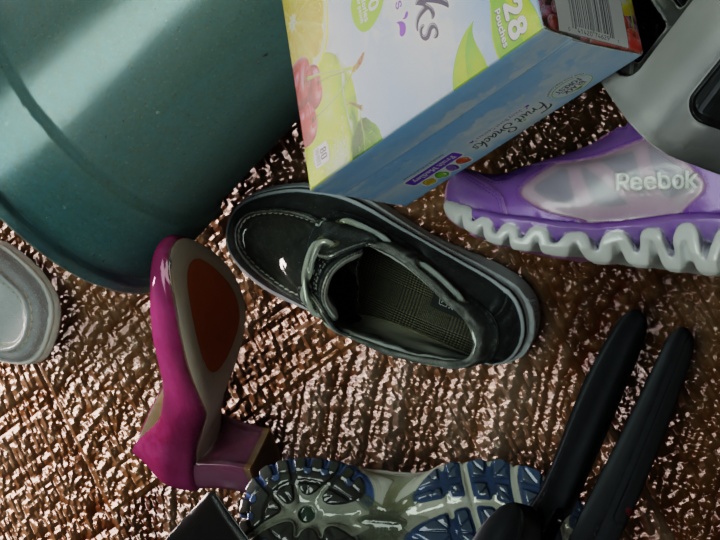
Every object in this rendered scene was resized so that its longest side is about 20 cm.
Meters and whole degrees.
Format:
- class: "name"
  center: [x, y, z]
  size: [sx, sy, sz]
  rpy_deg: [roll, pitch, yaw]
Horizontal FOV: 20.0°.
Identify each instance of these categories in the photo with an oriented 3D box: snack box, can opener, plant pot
- class: "snack box"
  center: [0.034, -0.156, 0.939]
  size: [0.168, 0.067, 0.202]
  rpy_deg: [-30, 61, 45]
- class: "can opener"
  center: [0.111, 0.112, 1.014]
  size: [0.063, 0.079, 0.201]
  rpy_deg: [30, 77, 17]
- class: "plant pot"
  center: [-0.103, -0.125, 1.088]
  size: [0.196, 0.200, 0.201]
  rpy_deg: [-39, 75, 22]

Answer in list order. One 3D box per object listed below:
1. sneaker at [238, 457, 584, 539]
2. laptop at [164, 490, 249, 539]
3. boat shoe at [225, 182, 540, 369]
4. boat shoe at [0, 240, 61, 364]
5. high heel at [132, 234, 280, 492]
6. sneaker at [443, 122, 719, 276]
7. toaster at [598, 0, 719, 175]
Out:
- class: "sneaker"
  center: [0.039, 0.140, 1.095]
  size: [0.198, 0.085, 0.078]
  rpy_deg: [10, 76, 11]
- class: "laptop"
  center: [-0.053, 0.244, 1.133]
  size: [0.116, 0.200, 0.188]
  rpy_deg: [-37, 73, -2]
- class: "boat shoe"
  center: [0.000, 0.000, 1.098]
  size: [0.199, 0.071, 0.073]
  rpy_deg: [17, 105, 31]
- class: "boat shoe"
  center: [-0.272, 0.005, 1.277]
  size: [0.201, 0.065, 0.075]
  rpy_deg: [28, 110, 27]
- class: "high heel"
  center: [-0.110, 0.054, 1.131]
  size: [0.095, 0.068, 0.201]
  rpy_deg: [10, 135, 24]
- class: "sneaker"
  center: [0.137, -0.045, 1.007]
  size: [0.199, 0.080, 0.089]
  rpy_deg: [5, 92, 27]
- class: "toaster"
  center: [0.178, -0.164, 0.909]
  size: [0.181, 0.118, 0.201]
  rpy_deg: [-52, 47, 30]
